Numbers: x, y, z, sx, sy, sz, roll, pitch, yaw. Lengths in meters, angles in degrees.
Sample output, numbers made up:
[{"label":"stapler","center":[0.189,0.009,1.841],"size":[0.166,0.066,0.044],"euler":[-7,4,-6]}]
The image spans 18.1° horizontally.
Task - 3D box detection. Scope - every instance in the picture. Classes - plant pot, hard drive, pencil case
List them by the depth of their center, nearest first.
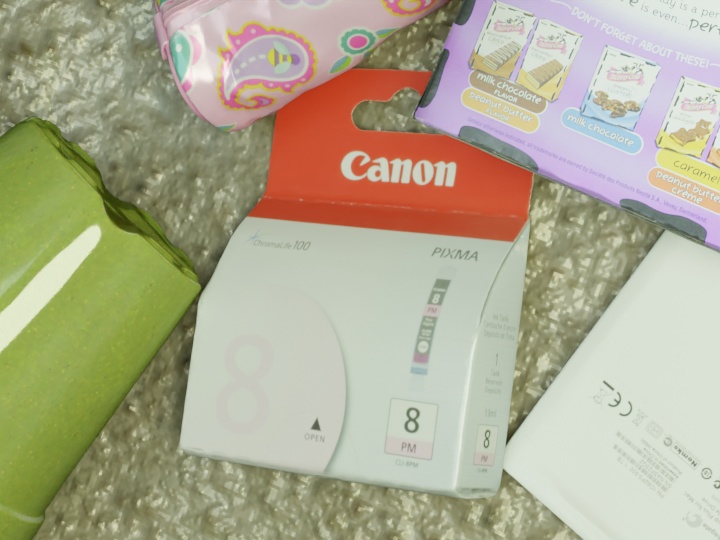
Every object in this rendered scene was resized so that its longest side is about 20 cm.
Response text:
[{"label":"hard drive","center":[0.169,0.049,1.030],"size":[0.132,0.026,0.201],"euler":[41,102,23]},{"label":"pencil case","center":[-0.005,-0.147,1.099],"size":[0.199,0.087,0.088],"euler":[-29,74,19]},{"label":"plant pot","center":[-0.183,0.032,1.126],"size":[0.190,0.200,0.200],"euler":[-44,68,1]}]

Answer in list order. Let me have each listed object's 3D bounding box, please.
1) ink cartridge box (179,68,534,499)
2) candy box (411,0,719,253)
[{"label":"ink cartridge box","center":[0.000,0.000,1.091],"size":[0.162,0.057,0.202],"euler":[5,90,33]},{"label":"candy box","center":[0.142,-0.124,1.001],"size":[0.167,0.071,0.201],"euler":[25,94,20]}]
